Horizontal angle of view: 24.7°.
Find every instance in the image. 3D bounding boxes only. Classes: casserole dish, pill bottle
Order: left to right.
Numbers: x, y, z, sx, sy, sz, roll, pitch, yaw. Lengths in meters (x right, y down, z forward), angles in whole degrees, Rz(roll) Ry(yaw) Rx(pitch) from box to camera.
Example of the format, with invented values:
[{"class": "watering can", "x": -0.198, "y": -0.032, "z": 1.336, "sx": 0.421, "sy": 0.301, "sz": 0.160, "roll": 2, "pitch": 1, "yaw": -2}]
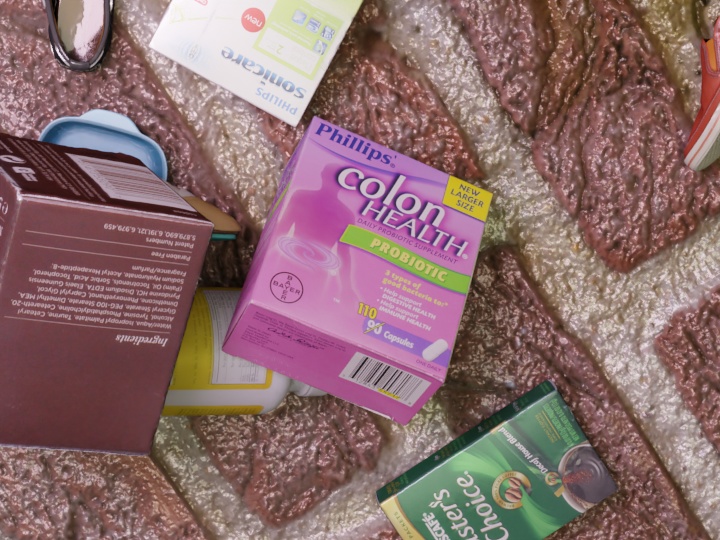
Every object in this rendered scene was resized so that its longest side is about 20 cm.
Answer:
[{"class": "casserole dish", "x": -0.242, "y": -0.045, "z": 1.464, "sx": 0.120, "sy": 0.039, "sz": 0.201, "roll": 14, "pitch": 100, "yaw": -8}, {"class": "pill bottle", "x": -0.125, "y": 0.071, "z": 1.448, "sx": 0.199, "sy": 0.112, "sz": 0.113, "roll": 1, "pitch": 101, "yaw": -22}]

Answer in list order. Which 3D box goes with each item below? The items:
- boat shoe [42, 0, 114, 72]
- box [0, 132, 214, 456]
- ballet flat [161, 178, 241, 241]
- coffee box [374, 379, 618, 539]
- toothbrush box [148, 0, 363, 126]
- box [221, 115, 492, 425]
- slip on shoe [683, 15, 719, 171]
[{"class": "boat shoe", "x": -0.240, "y": -0.271, "z": 1.408, "sx": 0.071, "sy": 0.068, "sz": 0.202, "roll": 0, "pitch": 99, "yaw": -3}, {"class": "box", "x": -0.239, "y": 0.016, "z": 1.287, "sx": 0.163, "sy": 0.166, "sz": 0.201, "roll": 8, "pitch": 107, "yaw": -33}, {"class": "ballet flat", "x": -0.202, "y": -0.056, "z": 1.416, "sx": 0.198, "sy": 0.069, "sz": 0.064, "roll": -1, "pitch": 87, "yaw": -6}, {"class": "coffee box", "x": 0.127, "y": 0.207, "z": 1.541, "sx": 0.199, "sy": 0.044, "sz": 0.123, "roll": -32, "pitch": 102, "yaw": 2}, {"class": "toothbrush box", "x": -0.073, "y": -0.248, "z": 1.416, "sx": 0.145, "sy": 0.086, "sz": 0.201, "roll": 28, "pitch": 99, "yaw": -9}, {"class": "box", "x": 0.000, "y": 0.000, "z": 1.411, "sx": 0.175, "sy": 0.097, "sz": 0.201, "roll": 23, "pitch": 56, "yaw": -8}, {"class": "slip on shoe", "x": 0.333, "y": -0.186, "z": 1.479, "sx": 0.061, "sy": 0.074, "sz": 0.201, "roll": 26, "pitch": 106, "yaw": 26}]
